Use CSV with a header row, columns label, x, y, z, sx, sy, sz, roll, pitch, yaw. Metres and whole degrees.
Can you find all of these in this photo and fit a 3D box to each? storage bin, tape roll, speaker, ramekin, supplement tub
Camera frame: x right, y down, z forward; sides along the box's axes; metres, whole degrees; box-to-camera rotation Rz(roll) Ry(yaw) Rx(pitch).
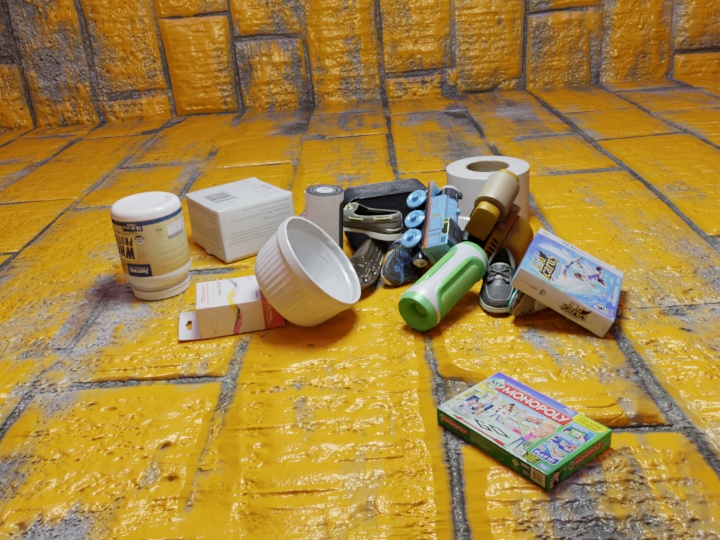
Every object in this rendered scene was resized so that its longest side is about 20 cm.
label,x,y,z,sx,sy,sz,roll,pitch,yaw
storage bin,0.063,-0.129,1.646,0.199,0.136,0.094,-9,24,-9
tape roll,0.313,-0.190,1.736,0.202,0.140,0.203,-4,23,2
speaker,-0.075,-0.072,1.470,0.081,0.201,0.081,1,23,0
ramekin,-0.103,0.010,1.306,0.105,0.200,0.200,-39,14,21
supplement tub,-0.438,-0.053,1.493,0.144,0.201,0.144,-4,24,2
speaker,0.157,0.026,1.311,0.088,0.089,0.200,15,42,38

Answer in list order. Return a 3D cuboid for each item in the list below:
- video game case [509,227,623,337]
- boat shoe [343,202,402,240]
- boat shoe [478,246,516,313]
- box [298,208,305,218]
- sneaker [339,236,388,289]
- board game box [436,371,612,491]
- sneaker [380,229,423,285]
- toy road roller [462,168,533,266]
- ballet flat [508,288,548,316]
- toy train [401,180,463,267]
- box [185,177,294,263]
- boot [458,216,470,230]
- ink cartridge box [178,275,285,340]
label,x,y,z,sx,sy,sz,roll,pitch,yaw
video game case,0.381,0.015,1.286,0.181,0.046,0.200,29,32,9
boat shoe,-0.001,-0.114,1.519,0.201,0.060,0.072,14,24,26
boat shoe,0.267,0.015,1.371,0.072,0.066,0.201,3,25,12
box,-0.104,-0.084,1.623,0.075,0.100,0.200,2,24,15
sneaker,0.000,0.000,1.472,0.070,0.076,0.200,43,38,-1
board game box,0.222,0.215,0.978,0.134,0.029,0.200,-22,29,-32
sneaker,0.094,-0.026,1.514,0.077,0.076,0.200,-34,10,43
toy road roller,0.298,-0.096,1.473,0.146,0.200,0.123,29,58,8
ballet flat,0.335,0.035,1.323,0.075,0.068,0.200,15,26,19
toy train,0.155,-0.096,1.459,0.114,0.087,0.200,-11,50,28
box,-0.290,-0.128,1.720,0.200,0.131,0.199,-19,27,-30
boot,0.280,-0.090,1.625,0.199,0.073,0.090,2,6,18
ink cartridge box,-0.251,0.068,1.350,0.199,0.068,0.117,-9,25,-9
